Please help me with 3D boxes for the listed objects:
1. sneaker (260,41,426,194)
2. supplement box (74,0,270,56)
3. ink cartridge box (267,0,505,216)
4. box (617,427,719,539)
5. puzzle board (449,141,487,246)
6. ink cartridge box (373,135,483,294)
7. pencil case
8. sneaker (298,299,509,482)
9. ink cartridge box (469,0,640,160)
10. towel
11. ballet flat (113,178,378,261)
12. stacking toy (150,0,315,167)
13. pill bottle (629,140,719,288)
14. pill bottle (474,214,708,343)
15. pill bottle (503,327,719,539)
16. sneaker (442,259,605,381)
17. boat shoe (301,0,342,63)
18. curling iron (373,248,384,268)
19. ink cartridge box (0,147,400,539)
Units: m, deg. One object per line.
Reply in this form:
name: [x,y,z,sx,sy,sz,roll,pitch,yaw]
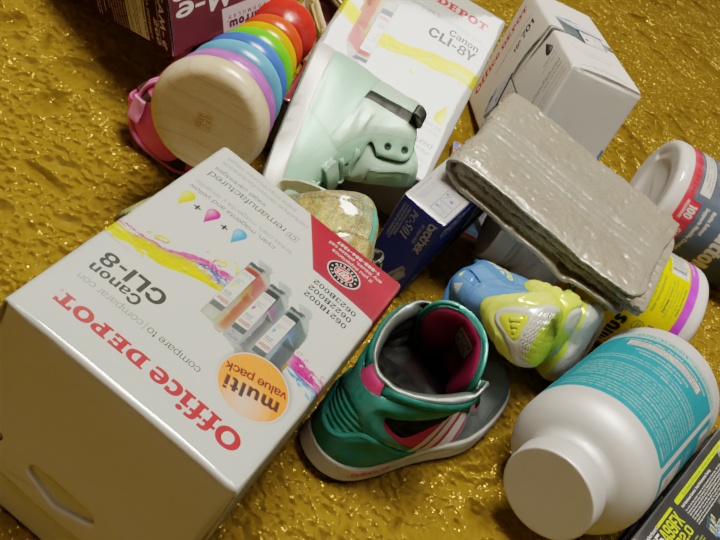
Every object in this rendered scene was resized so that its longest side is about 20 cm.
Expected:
sneaker: [-0.016,-0.071,0.736,0.118,0.074,0.201,24,73,-10]
supplement box: [-0.179,-0.258,0.809,0.200,0.061,0.109,33,50,33]
ink cartridge box: [0.025,-0.174,0.864,0.145,0.083,0.201,30,65,-4]
box: [0.293,0.230,0.729,0.160,0.044,0.200,46,39,15]
puzzle board: [0.179,-0.049,0.964,0.199,0.017,0.151,24,39,-13]
ink cartridge box: [0.084,-0.064,0.832,0.044,0.094,0.200,40,44,9]
pencil case: [-0.125,-0.167,0.805,0.093,0.091,0.200,35,39,-10]
sneaker: [0.059,0.071,0.660,0.199,0.121,0.084,-13,58,-44]
ink cartridge box: [0.195,-0.182,0.991,0.085,0.147,0.200,18,33,-18]
towel: [0.173,-0.057,0.790,0.200,0.035,0.133,40,46,1]
ballet flat: [-0.077,-0.036,0.650,0.199,0.071,0.071,8,29,26]
stacking toy: [-0.084,-0.156,0.716,0.085,0.086,0.200,30,36,-7]
pill bottle: [0.399,-0.047,1.041,0.199,0.120,0.120,27,38,-9]
pill bottle: [0.207,0.000,0.861,0.199,0.104,0.104,28,38,-8]
pill bottle: [0.186,0.123,0.708,0.111,0.111,0.200,48,39,16]
sneaker: [0.132,0.031,0.770,0.105,0.076,0.200,36,5,26]
boat shoe: [-0.006,-0.210,0.953,0.074,0.069,0.200,-15,59,-45]
curling iron: [0.000,0.000,0.688,0.049,0.026,0.200,10,7,-6]
ink cartridge box: [-0.101,0.056,0.538,0.145,0.145,0.200,38,38,2]
